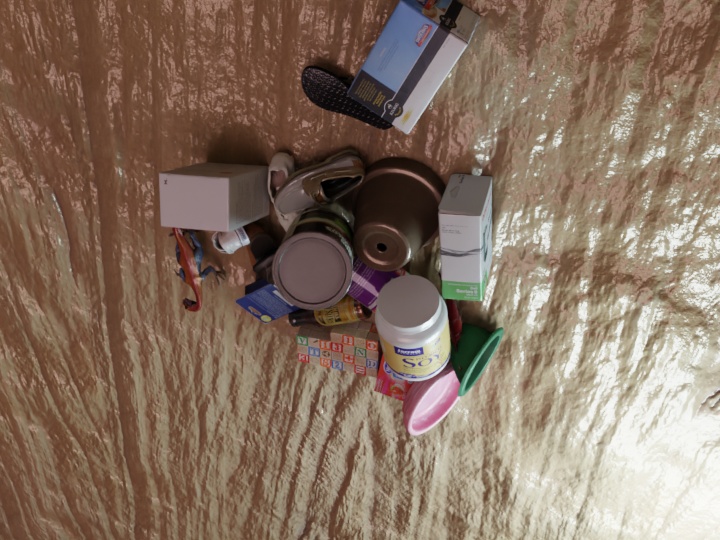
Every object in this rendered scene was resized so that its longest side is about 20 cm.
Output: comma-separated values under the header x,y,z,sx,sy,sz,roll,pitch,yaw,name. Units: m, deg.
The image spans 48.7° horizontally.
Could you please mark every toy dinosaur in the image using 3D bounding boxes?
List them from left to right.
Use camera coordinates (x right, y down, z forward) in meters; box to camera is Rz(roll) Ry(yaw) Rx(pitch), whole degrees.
x,y,z,sx,sy,sz,roll,pitch,yaw,name
-0.394,-0.001,1.798,0.104,0.200,0.183,-10,78,14,toy dinosaur

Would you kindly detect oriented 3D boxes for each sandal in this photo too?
x,y,z,sx,sy,sz,roll,pitch,yaw,name
-0.022,-0.326,1.492,0.199,0.045,0.075,23,138,-17,sandal

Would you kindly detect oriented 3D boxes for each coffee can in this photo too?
x,y,z,sx,sy,sz,roll,pitch,yaw,name
-0.084,-0.027,1.514,0.145,0.200,0.147,0,107,1,coffee can

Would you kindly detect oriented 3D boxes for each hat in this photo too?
x,y,z,sx,sy,sz,roll,pitch,yaw,name
0.199,0.144,1.735,0.176,0.166,0.201,32,88,19,hat

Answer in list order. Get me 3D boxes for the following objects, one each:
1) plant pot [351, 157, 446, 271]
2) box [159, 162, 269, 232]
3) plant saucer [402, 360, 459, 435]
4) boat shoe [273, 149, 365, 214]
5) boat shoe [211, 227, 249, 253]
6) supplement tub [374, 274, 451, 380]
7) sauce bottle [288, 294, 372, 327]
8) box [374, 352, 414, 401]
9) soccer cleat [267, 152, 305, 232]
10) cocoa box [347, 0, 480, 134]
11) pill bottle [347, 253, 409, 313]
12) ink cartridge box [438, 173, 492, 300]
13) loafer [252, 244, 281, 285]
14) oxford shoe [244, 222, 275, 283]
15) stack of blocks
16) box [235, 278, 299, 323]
x,y,z,sx,sy,sz,roll,pitch,yaw,name
0.060,-0.093,1.551,0.199,0.175,0.201,11,129,13,plant pot
-0.289,-0.151,1.599,0.151,0.200,0.107,6,105,16,box
0.164,0.281,1.807,0.051,0.200,0.201,39,138,30,plant saucer
-0.082,-0.164,1.567,0.199,0.069,0.075,-31,137,13,boat shoe
-0.285,-0.071,1.694,0.074,0.065,0.200,61,168,-5,boat shoe
0.106,0.116,1.601,0.145,0.146,0.200,6,146,15,supplement tub
-0.072,0.096,1.814,0.199,0.066,0.066,-14,121,26,sauce bottle
0.102,0.194,1.806,0.099,0.096,0.201,18,130,8,box
-0.158,-0.148,1.649,0.069,0.078,0.201,5,128,16,soccer cleat
0.089,-0.366,1.355,0.131,0.134,0.200,32,130,-5,cocoa box
0.000,0.000,1.683,0.200,0.113,0.112,35,130,-9,pill bottle
0.205,-0.064,1.537,0.084,0.146,0.201,5,128,16,ink cartridge box
-0.137,-0.033,1.677,0.200,0.073,0.071,-31,102,33,loafer
-0.217,-0.031,1.778,0.071,0.071,0.201,-23,141,-16,oxford shoe
-0.047,0.172,1.868,0.199,0.059,0.116,10,129,13,stack of blocks
-0.172,0.050,1.793,0.199,0.033,0.121,-24,138,23,box
